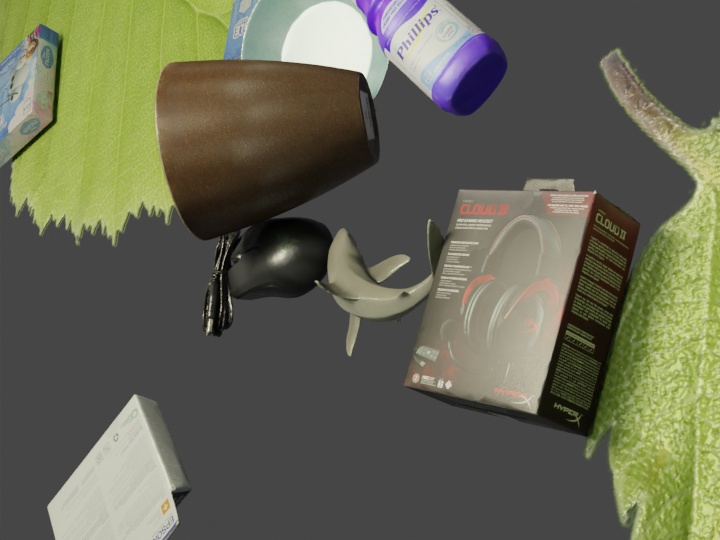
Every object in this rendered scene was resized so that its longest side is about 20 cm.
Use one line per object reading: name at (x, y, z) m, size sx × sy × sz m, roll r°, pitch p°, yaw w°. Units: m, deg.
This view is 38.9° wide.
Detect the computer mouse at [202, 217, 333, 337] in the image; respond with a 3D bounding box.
computer mouse at (-0.113, -0.008, 1.132) m, size 0.199 × 0.052 × 0.140 m, roll -14°, pitch 60°, yaw 42°

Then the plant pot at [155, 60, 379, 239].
plant pot at (-0.086, -0.142, 1.066) m, size 0.197 × 0.187 × 0.189 m, roll -10°, pitch 60°, yaw 10°

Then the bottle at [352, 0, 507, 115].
bottle at (0.061, -0.241, 1.029) m, size 0.084 × 0.065 × 0.200 m, roll -49°, pitch 56°, yaw 14°

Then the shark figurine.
shark figurine at (0.007, 0.013, 0.958) m, size 0.214 × 0.089 × 0.130 m, roll 1°, pitch 74°, yaw 57°

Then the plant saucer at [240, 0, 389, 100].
plant saucer at (-0.046, -0.247, 1.159) m, size 0.199 × 0.039 × 0.204 m, roll 0°, pitch 90°, yaw 29°

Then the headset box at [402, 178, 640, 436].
headset box at (0.134, 0.020, 0.842) m, size 0.148 × 0.075 × 0.202 m, roll 7°, pitch 76°, yaw 48°

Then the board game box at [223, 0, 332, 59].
board game box at (-0.084, -0.365, 1.288) m, size 0.199 × 0.043 × 0.202 m, roll -13°, pitch 63°, yaw 41°

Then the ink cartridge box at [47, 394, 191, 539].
ink cartridge box at (-0.273, 0.281, 1.161) m, size 0.200 × 0.040 × 0.201 m, roll -50°, pitch 43°, yaw 16°

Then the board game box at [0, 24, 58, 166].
board game box at (-0.607, -0.298, 1.788) m, size 0.199 × 0.043 × 0.201 m, roll -31°, pitch 52°, yaw 32°
